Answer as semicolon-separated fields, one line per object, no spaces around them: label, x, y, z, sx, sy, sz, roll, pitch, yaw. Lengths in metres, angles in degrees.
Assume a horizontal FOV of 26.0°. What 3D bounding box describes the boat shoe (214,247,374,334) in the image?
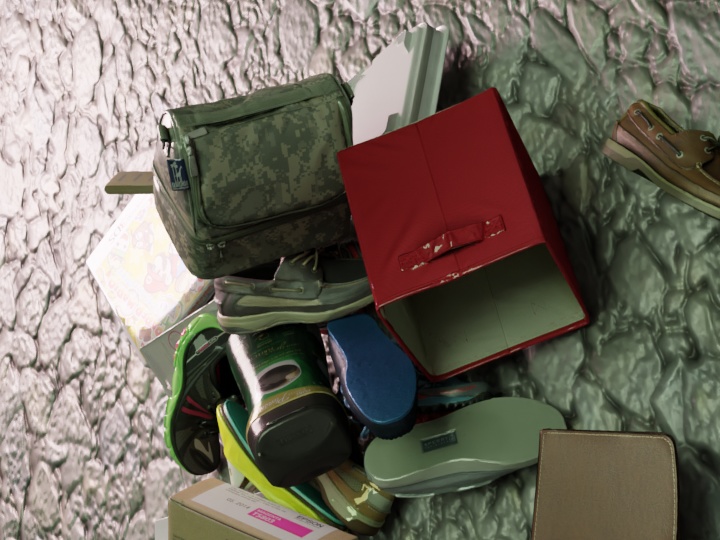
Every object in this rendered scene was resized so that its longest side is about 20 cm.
boat shoe;-0.061;0.011;1.589;0.198;0.074;0.075;-14;21;12

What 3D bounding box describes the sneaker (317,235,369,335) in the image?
sneaker;0.000;0.000;1.652;0.200;0.082;0.078;-40;54;24

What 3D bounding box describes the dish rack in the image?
dish rack;0.020;-0.163;1.648;0.171;0.043;0.202;-37;32;46

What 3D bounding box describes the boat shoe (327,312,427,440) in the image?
boat shoe;0.020;0.110;1.509;0.083;0.069;0.200;-11;28;-3

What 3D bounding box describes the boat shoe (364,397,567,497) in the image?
boat shoe;0.105;0.176;1.511;0.199;0.072;0.071;-13;60;10

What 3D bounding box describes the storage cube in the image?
storage cube;0.097;-0.030;1.482;0.169;0.200;0.181;-22;58;11

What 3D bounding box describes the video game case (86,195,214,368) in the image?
video game case;-0.246;-0.012;1.910;0.182;0.023;0.200;-51;50;17

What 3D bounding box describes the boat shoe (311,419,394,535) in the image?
boat shoe;-0.026;0.185;1.627;0.200;0.071;0.077;43;107;34

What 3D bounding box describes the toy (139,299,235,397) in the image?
toy;-0.150;0.093;1.764;0.199;0.047;0.116;-31;89;38

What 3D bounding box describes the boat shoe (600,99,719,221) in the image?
boat shoe;0.303;-0.098;1.425;0.200;0.072;0.068;37;103;41

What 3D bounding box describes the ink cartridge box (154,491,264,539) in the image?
ink cartridge box;-0.143;0.343;1.698;0.199;0.043;0.175;-20;63;36

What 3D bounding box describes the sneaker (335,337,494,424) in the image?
sneaker;0.052;0.106;1.577;0.199;0.079;0.097;-1;74;41

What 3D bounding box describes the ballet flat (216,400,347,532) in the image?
ballet flat;-0.096;0.225;1.631;0.200;0.067;0.067;43;106;20

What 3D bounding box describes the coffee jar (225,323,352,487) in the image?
coffee jar;-0.073;0.129;1.588;0.103;0.086;0.201;-24;34;3

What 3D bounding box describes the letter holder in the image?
letter holder;0.232;0.247;1.363;0.141;0.100;0.202;-3;75;38

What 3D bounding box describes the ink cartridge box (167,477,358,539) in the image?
ink cartridge box;-0.103;0.323;1.588;0.199;0.075;0.167;17;112;32

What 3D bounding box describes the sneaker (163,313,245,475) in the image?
sneaker;-0.165;0.148;1.720;0.083;0.077;0.202;20;122;22

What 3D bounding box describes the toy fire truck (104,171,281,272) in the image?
toy fire truck;-0.157;-0.082;1.705;0.200;0.176;0.129;40;109;-4

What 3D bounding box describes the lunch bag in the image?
lunch bag;-0.105;-0.105;1.531;0.169;0.198;0.140;97;150;-49
